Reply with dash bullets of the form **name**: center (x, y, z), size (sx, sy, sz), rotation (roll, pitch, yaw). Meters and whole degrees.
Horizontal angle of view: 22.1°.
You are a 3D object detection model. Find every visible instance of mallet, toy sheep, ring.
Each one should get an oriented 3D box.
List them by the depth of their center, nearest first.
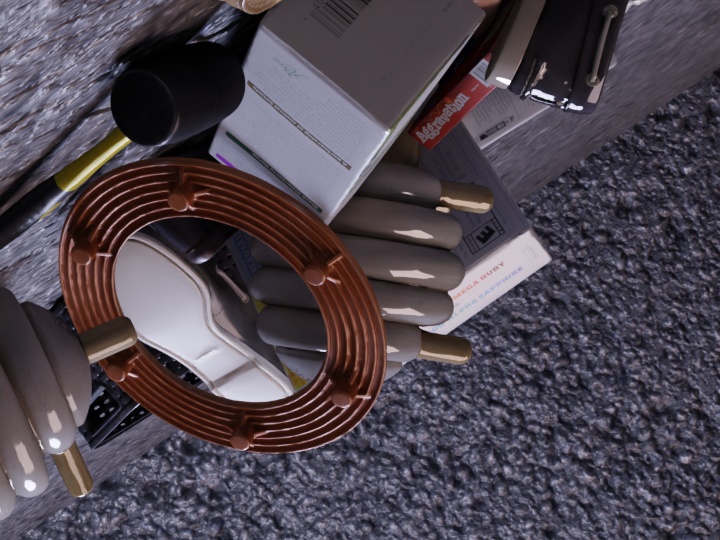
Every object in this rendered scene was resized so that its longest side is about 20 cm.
- **mallet**: center (-0.133, -0.051, 0.903), size (0.200, 0.041, 0.066), rotation (-33, 180, 41)
- **toy sheep**: center (-0.211, 0.075, 0.986), size (0.200, 0.138, 0.138), rotation (-28, 174, -16)
- **ring**: center (-0.081, 0.026, 1.021), size (0.200, 0.200, 0.019), rotation (-39, -167, 40)
- **toy sheep**: center (0.000, 0.000, 1.079), size (0.138, 0.200, 0.138), rotation (6, 174, 1)

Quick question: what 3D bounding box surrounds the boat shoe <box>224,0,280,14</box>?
- **boat shoe**: center (0.018, -0.154, 0.702), size (0.200, 0.065, 0.071), rotation (-38, 174, 31)

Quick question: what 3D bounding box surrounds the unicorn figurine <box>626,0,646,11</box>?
- **unicorn figurine**: center (0.173, -0.214, 1.138), size (0.200, 0.074, 0.137), rotation (-40, -172, -4)

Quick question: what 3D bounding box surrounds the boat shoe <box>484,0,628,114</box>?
- **boat shoe**: center (0.132, -0.172, 0.924), size (0.200, 0.063, 0.073), rotation (-63, -177, 5)

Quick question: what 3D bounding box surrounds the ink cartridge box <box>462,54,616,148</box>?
- **ink cartridge box**: center (0.106, -0.134, 1.406), size (0.200, 0.041, 0.200), rotation (-33, -171, -21)

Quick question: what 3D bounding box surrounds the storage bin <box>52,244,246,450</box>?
- **storage bin**: center (-0.131, 0.032, 1.358), size (0.200, 0.094, 0.135), rotation (-31, 174, -33)

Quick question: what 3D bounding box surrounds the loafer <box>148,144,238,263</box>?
- **loafer**: center (-0.076, -0.044, 1.150), size (0.072, 0.063, 0.200), rotation (-36, 175, 24)

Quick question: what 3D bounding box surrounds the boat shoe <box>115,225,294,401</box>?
- **boat shoe**: center (-0.110, 0.025, 1.228), size (0.067, 0.200, 0.057), rotation (-25, -138, 18)

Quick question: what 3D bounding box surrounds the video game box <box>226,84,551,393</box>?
- **video game box**: center (0.007, -0.026, 1.226), size (0.182, 0.200, 0.047), rotation (-34, 136, 6)

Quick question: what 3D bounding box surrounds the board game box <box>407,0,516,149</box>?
- **board game box**: center (0.099, -0.162, 1.058), size (0.200, 0.019, 0.103), rotation (-57, -171, -32)

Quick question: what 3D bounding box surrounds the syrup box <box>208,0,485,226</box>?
- **syrup box**: center (-0.013, -0.091, 0.923), size (0.079, 0.081, 0.200), rotation (-51, -179, -18)

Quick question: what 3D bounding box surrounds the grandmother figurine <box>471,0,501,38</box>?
- **grandmother figurine**: center (0.063, -0.168, 0.936), size (0.121, 0.061, 0.200), rotation (-49, -179, -15)
